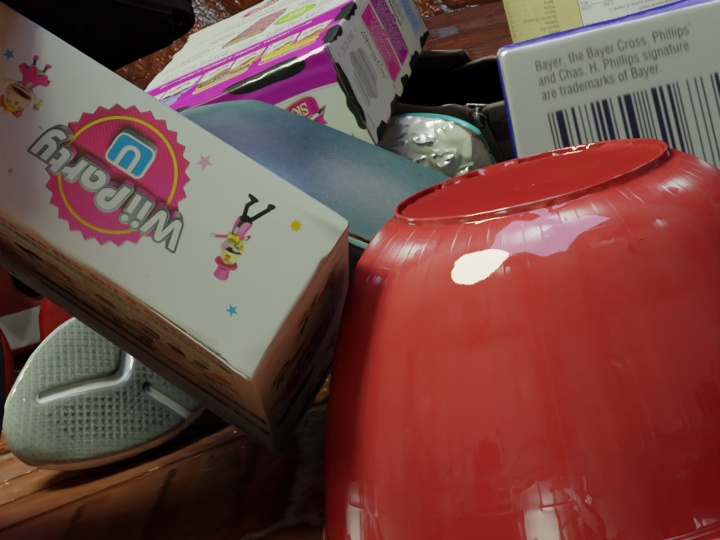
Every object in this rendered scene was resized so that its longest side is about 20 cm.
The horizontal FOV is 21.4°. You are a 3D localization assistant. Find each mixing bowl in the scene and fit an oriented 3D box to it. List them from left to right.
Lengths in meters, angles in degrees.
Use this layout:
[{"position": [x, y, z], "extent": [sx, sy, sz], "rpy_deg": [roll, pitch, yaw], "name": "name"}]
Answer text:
[{"position": [0.070, 0.020, 0.646], "extent": [0.199, 0.109, 0.200], "rpy_deg": [-14, 12, 3], "name": "mixing bowl"}]

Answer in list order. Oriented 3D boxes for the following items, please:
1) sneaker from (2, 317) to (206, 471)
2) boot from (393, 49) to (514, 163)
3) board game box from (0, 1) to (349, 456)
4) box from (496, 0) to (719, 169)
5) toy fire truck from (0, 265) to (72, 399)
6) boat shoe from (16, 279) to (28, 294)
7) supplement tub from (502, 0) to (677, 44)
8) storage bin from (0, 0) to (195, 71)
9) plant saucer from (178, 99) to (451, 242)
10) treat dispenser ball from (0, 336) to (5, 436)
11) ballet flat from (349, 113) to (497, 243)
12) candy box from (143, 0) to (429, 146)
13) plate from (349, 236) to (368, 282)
[{"position": [-0.093, 0.042, 0.897], "extent": [0.200, 0.071, 0.080], "rpy_deg": [-36, -7, -42], "name": "sneaker"}, {"position": [0.041, -0.084, 1.144], "extent": [0.199, 0.071, 0.146], "rpy_deg": [-9, -21, 20], "name": "boot"}, {"position": [-0.078, -0.007, 0.700], "extent": [0.064, 0.147, 0.200], "rpy_deg": [-56, -6, -9], "name": "board game box"}, {"position": [0.162, -0.057, 0.820], "extent": [0.183, 0.106, 0.200], "rpy_deg": [-13, -3, 8], "name": "box"}, {"position": [-0.193, -0.016, 1.016], "extent": [0.199, 0.169, 0.112], "rpy_deg": [-17, 11, -11], "name": "toy fire truck"}, {"position": [-0.161, 0.008, 1.134], "extent": [0.200, 0.072, 0.066], "rpy_deg": [-20, 16, 2], "name": "boat shoe"}, {"position": [0.152, -0.121, 0.997], "extent": [0.143, 0.201, 0.144], "rpy_deg": [-14, 11, 3], "name": "supplement tub"}, {"position": [-0.169, -0.120, 0.660], "extent": [0.135, 0.094, 0.199], "rpy_deg": [-19, -14, 32], "name": "storage bin"}, {"position": [-0.002, -0.035, 0.820], "extent": [0.200, 0.039, 0.201], "rpy_deg": [23, 2, -1], "name": "plant saucer"}, {"position": [-0.227, 0.042, 0.676], "extent": [0.199, 0.202, 0.201], "rpy_deg": [-14, 11, 3], "name": "treat dispenser ball"}, {"position": [-0.005, -0.038, 1.019], "extent": [0.071, 0.072, 0.199], "rpy_deg": [-22, 11, -33], "name": "ballet flat"}, {"position": [-0.046, -0.097, 1.010], "extent": [0.136, 0.061, 0.200], "rpy_deg": [-21, 19, 19], "name": "candy box"}, {"position": [0.000, 0.000, 0.835], "extent": [0.199, 0.026, 0.200], "rpy_deg": [22, 1, 0], "name": "plate"}]
